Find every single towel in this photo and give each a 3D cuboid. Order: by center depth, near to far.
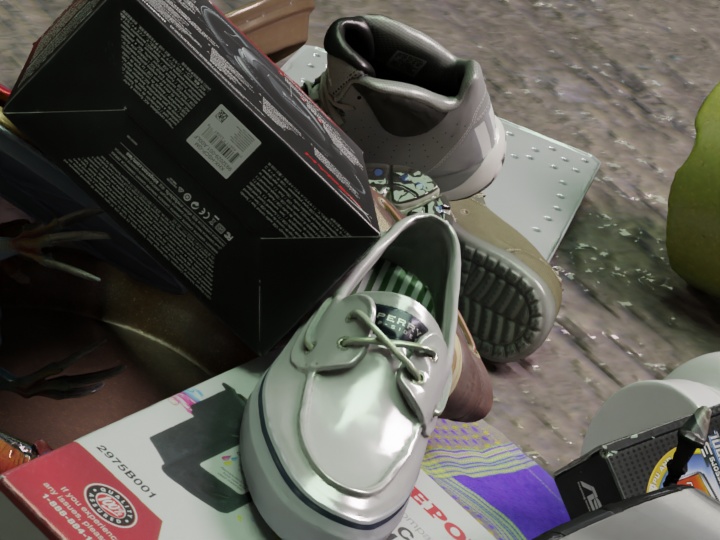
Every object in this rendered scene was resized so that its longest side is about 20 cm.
[{"bbox_3d":[0.052,0.099,1.253,0.200,0.023,0.143,42,19,34],"label":"towel"}]

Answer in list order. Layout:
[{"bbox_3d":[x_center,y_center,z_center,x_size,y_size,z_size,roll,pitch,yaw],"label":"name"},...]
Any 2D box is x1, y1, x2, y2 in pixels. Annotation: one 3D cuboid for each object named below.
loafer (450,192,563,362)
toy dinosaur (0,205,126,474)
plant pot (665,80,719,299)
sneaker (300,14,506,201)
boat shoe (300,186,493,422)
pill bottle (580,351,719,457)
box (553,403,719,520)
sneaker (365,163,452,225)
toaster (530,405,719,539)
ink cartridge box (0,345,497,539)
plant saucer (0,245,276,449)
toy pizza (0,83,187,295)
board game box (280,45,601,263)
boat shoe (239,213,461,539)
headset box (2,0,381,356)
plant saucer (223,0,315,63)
[{"bbox_3d":[0.028,-0.019,1.478,0.200,0.075,0.070,38,23,19],"label":"loafer"},{"bbox_3d":[-0.174,0.035,1.173,0.199,0.105,0.182,-16,37,17],"label":"toy dinosaur"},{"bbox_3d":[0.282,-0.030,1.560,0.183,0.202,0.200,18,22,26],"label":"plant pot"},{"bbox_3d":[-0.028,-0.088,1.397,0.199,0.116,0.075,-4,57,5],"label":"sneaker"},{"bbox_3d":[0.000,0.000,1.301,0.072,0.072,0.200,23,21,-49],"label":"boat shoe"},{"bbox_3d":[0.196,0.094,1.282,0.199,0.112,0.111,2,29,-46],"label":"pill bottle"},{"bbox_3d":[0.185,0.146,1.099,0.160,0.044,0.201,-15,78,-30],"label":"box"},{"bbox_3d":[-0.056,-0.008,1.385,0.199,0.085,0.077,8,53,1],"label":"sneaker"},{"bbox_3d":[0.091,0.177,0.961,0.118,0.201,0.180,28,25,29],"label":"toaster"},{"bbox_3d":[-0.050,0.125,1.069,0.146,0.083,0.200,42,31,15],"label":"ink cartridge box"},{"bbox_3d":[-0.125,0.050,1.259,0.199,0.035,0.201,15,26,-8],"label":"plant saucer"},{"bbox_3d":[-0.152,-0.054,1.252,0.200,0.032,0.200,32,-8,5],"label":"toy pizza"},{"bbox_3d":[0.029,-0.060,1.604,0.199,0.026,0.200,22,25,6],"label":"board game box"},{"bbox_3d":[0.001,0.036,1.096,0.073,0.067,0.200,27,29,-10],"label":"boat shoe"},{"bbox_3d":[-0.071,-0.061,1.188,0.149,0.077,0.200,44,7,-12],"label":"headset box"},{"bbox_3d":[-0.108,-0.095,1.432,0.200,0.199,0.030,-28,92,-58],"label":"plant saucer"}]
